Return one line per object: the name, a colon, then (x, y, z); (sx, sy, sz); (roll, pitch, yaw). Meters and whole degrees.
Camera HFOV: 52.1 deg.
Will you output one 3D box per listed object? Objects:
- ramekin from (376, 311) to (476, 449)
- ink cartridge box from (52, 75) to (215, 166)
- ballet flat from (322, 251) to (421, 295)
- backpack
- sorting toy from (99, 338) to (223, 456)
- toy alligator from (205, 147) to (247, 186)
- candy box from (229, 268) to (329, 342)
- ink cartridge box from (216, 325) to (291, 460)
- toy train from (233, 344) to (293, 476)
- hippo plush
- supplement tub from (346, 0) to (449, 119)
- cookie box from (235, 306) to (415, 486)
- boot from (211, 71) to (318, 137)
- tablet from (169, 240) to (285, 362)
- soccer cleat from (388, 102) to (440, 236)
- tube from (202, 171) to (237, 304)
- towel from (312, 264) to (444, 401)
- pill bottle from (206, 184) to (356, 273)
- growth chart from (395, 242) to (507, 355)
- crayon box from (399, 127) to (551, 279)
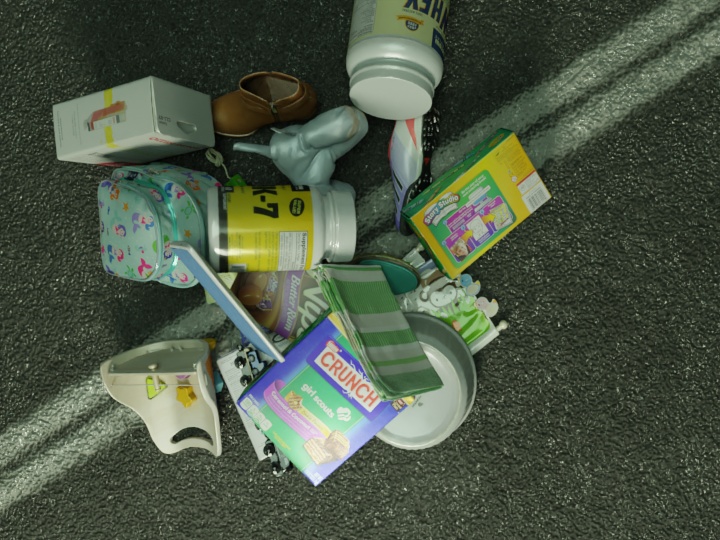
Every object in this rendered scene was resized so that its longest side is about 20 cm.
ramekin: (0.078, 0.173, 1.112); (0.196, 0.094, 0.209); (1, 98, 9)
ink cartridge box: (-0.338, -0.218, 1.112); (0.195, 0.144, 0.086); (-7, 88, 26)
ballet flat: (0.000, 0.000, 1.138); (0.194, 0.071, 0.073); (-4, 91, 16)
backpack: (-0.289, -0.065, 1.100); (0.195, 0.150, 0.183); (12, 109, 24)
sorting toy: (-0.287, 0.210, 1.169); (0.195, 0.107, 0.185); (-4, 105, 25)
toy alligator: (-0.182, -0.105, 1.171); (0.200, 0.059, 0.054); (47, 136, 4)
candy box: (-0.089, 0.041, 1.087); (0.197, 0.056, 0.119); (29, 93, -3)
ink cartridge box: (-0.134, 0.169, 1.156); (0.134, 0.076, 0.204); (-25, 89, 5)
toy train: (-0.142, 0.206, 1.104); (0.045, 0.034, 0.205); (-19, 89, 2)
hippo plush: (-0.053, -0.143, 1.094); (0.156, 0.199, 0.165); (-15, 98, 28)
supplement tub: (0.054, -0.340, 1.069); (0.141, 0.145, 0.206); (5, 76, 6)
cookie box: (-0.045, 0.170, 1.038); (0.200, 0.075, 0.171); (-42, 97, 13)
boot: (-0.163, -0.257, 1.112); (0.194, 0.155, 0.076); (-9, 90, 7)
tablet: (-0.181, 0.040, 0.998); (0.014, 0.129, 0.201); (-43, 109, -16)
soccer cleat: (0.073, -0.158, 1.140); (0.072, 0.068, 0.206); (13, 101, 34)
tube: (-0.242, -0.052, 1.183); (0.051, 0.058, 0.205); (-17, 92, -29)
towel: (0.027, 0.078, 1.000); (0.023, 0.151, 0.203); (-41, 66, 29)
pill bottle: (-0.109, -0.058, 1.004); (0.194, 0.114, 0.118); (-2, 91, -13)
growth chart: (0.122, 0.056, 1.154); (0.200, 0.018, 0.145); (45, 96, 2)
crayon box: (0.171, -0.099, 1.095); (0.199, 0.058, 0.120); (-39, 110, 0)
